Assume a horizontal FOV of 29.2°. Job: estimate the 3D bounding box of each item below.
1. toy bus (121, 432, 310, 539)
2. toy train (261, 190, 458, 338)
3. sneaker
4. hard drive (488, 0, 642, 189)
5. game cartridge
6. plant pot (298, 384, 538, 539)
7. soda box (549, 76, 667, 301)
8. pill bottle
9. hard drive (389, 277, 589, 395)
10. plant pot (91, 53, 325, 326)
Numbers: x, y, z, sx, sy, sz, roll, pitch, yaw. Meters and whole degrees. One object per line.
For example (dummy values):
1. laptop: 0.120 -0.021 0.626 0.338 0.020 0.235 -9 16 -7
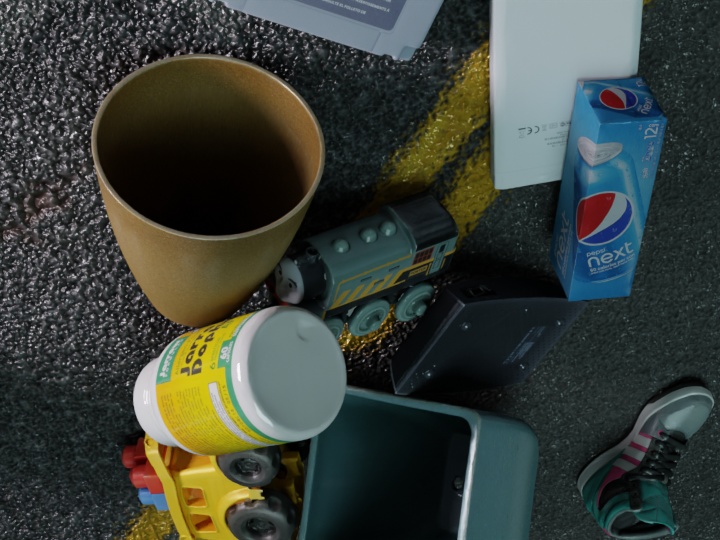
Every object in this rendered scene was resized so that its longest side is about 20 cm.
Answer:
1. toy bus: -0.154 0.180 1.382 0.189 0.137 0.202 -1 130 10
2. toy train: 0.000 0.000 1.250 0.198 0.085 0.115 -19 145 -31
3. sneaker: 0.325 0.225 1.516 0.083 0.121 0.200 23 121 -28
4. hard drive: 0.178 -0.167 1.217 0.130 0.027 0.202 -9 131 -4
5. game cartridge: -0.021 -0.251 1.096 0.198 0.041 0.134 14 129 -23
6. plant pot: 0.079 0.225 1.387 0.199 0.195 0.199 9 88 -53
7. soda box: 0.220 -0.071 1.245 0.063 0.068 0.202 -5 131 -8
8. pill bottle: -0.112 0.101 1.197 0.112 0.114 0.199 28 153 -31
9. hard drive: 0.123 0.062 1.343 0.199 0.042 0.135 0 135 -46
10. plant pot: -0.133 -0.043 1.168 0.184 0.188 0.201 -1 145 -11
